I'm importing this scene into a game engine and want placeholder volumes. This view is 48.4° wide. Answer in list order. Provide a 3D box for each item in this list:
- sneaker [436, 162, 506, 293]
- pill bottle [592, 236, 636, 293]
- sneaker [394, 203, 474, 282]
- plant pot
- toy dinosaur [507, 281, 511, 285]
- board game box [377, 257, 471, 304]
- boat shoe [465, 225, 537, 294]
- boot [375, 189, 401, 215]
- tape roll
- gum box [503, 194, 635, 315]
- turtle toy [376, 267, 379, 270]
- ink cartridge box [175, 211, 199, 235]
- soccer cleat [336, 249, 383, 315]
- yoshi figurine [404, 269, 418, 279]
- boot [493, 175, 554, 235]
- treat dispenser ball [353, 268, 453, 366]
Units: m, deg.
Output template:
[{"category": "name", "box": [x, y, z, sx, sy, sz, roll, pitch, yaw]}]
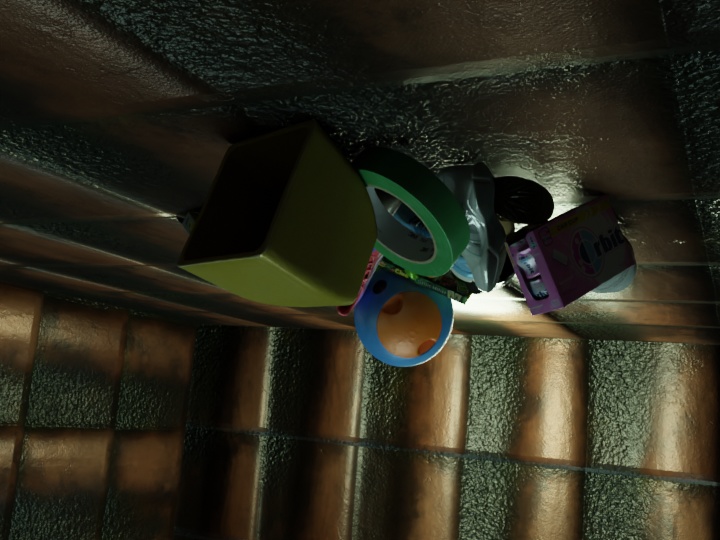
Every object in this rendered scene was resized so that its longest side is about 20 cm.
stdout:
[{"category": "sneaker", "box": [0.158, -0.062, 1.144, 0.079, 0.203, 0.070, 5, -146, 35]}, {"category": "pill bottle", "box": [0.408, -0.023, 1.378, 0.112, 0.117, 0.199, -1, 168, 33]}, {"category": "sneaker", "box": [0.125, -0.069, 1.267, 0.198, 0.079, 0.090, 33, 164, 19]}, {"category": "plant pot", "box": [-0.088, -0.047, 1.082, 0.192, 0.199, 0.199, -5, 146, 45]}, {"category": "toy dinosaur", "box": [0.250, -0.042, 1.463, 0.133, 0.088, 0.200, 16, 162, -18]}, {"category": "board game box", "box": [0.129, -0.006, 1.524, 0.197, 0.024, 0.105, 23, -144, 17]}, {"category": "boat shoe", "box": [0.235, -0.014, 1.370, 0.073, 0.075, 0.200, -25, 167, -39]}, {"category": "boot", "box": [-0.038, -0.105, 1.282, 0.144, 0.071, 0.200, 27, 138, -19]}, {"category": "tape roll", "box": [0.058, -0.079, 1.116, 0.199, 0.048, 0.201, 35, 157, 17]}, {"category": "gum box", "box": [0.305, -0.023, 1.174, 0.198, 0.115, 0.066, -24, 180, -37]}, {"category": "turtle toy", "box": [0.095, 0.001, 1.714, 0.195, 0.103, 0.146, 6, 170, -7]}, {"category": "ink cartridge box", "box": [-0.248, -0.062, 1.587, 0.195, 0.048, 0.200, 14, -158, -35]}, {"category": "soccer cleat", "box": [0.000, 0.000, 1.480, 0.067, 0.074, 0.202, 18, 133, -10]}, {"category": "yoshi figurine", "box": [0.111, -0.042, 1.434, 0.110, 0.114, 0.200, -15, -166, -15]}, {"category": "boot", "box": [0.222, -0.091, 1.250, 0.172, 0.067, 0.200, 15, 173, 19]}, {"category": "treat dispenser ball", "box": [0.085, 0.087, 1.579, 0.196, 0.206, 0.201, 5, 170, 1]}]
